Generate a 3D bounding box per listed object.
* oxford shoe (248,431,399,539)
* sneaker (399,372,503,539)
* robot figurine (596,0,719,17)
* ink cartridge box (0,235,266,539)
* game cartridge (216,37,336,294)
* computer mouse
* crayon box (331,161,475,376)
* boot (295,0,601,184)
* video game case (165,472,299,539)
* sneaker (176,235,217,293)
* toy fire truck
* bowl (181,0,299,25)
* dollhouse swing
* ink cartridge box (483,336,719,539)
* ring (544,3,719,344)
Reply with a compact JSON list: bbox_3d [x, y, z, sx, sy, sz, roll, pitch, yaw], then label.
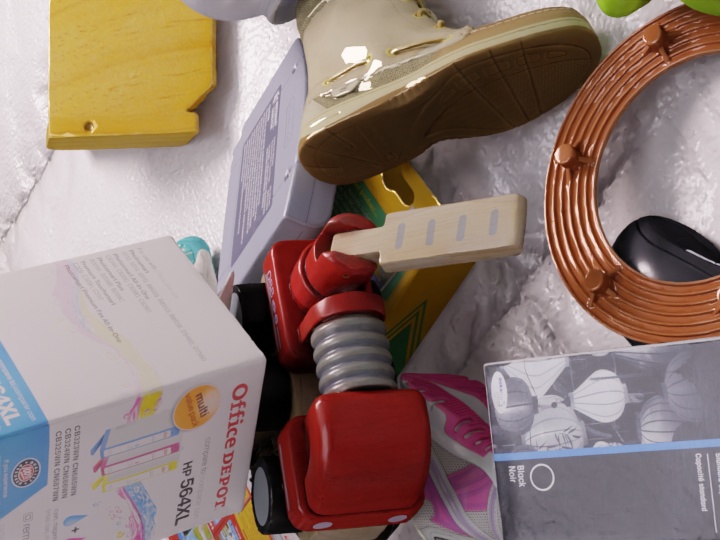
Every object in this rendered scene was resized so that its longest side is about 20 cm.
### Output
[{"bbox_3d":[-0.048,0.110,0.912,0.072,0.084,0.201,-36,92,32],"label":"oxford shoe"},{"bbox_3d":[0.084,0.142,0.841,0.200,0.080,0.089,40,119,51],"label":"sneaker"},{"bbox_3d":[0.175,-0.214,0.720,0.176,0.115,0.201,-52,52,23],"label":"robot figurine"},{"bbox_3d":[-0.153,0.078,0.809,0.125,0.198,0.130,47,139,38],"label":"ink cartridge box"},{"bbox_3d":[-0.056,-0.068,0.976,0.202,0.040,0.134,-90,24,-46],"label":"game cartridge"},{"bbox_3d":[0.203,0.014,0.728,0.200,0.046,0.142,49,124,39],"label":"computer mouse"},{"bbox_3d":[0.000,0.000,0.958,0.126,0.051,0.201,56,128,34],"label":"crayon box"},{"bbox_3d":[0.048,-0.153,0.886,0.198,0.073,0.157,-22,48,19],"label":"boot"},{"bbox_3d":[-0.087,0.187,1.072,0.201,0.017,0.144,-54,51,32],"label":"video game case"},{"bbox_3d":[-0.180,0.046,1.162,0.199,0.077,0.080,-38,41,35],"label":"sneaker"},{"bbox_3d":[0.011,0.045,0.797,0.200,0.127,0.178,122,142,-57],"label":"toy fire truck"},{"bbox_3d":[-0.051,-0.235,0.953,0.091,0.201,0.201,51,129,3],"label":"bowl"},{"bbox_3d":[-0.197,-0.203,1.208,0.179,0.176,0.203,-1,85,7],"label":"dollhouse swing"},{"bbox_3d":[0.160,0.085,0.697,0.198,0.039,0.101,-10,83,32],"label":"ink cartridge box"},{"bbox_3d":[0.179,-0.058,0.742,0.199,0.019,0.203,-18,62,37],"label":"ring"}]
